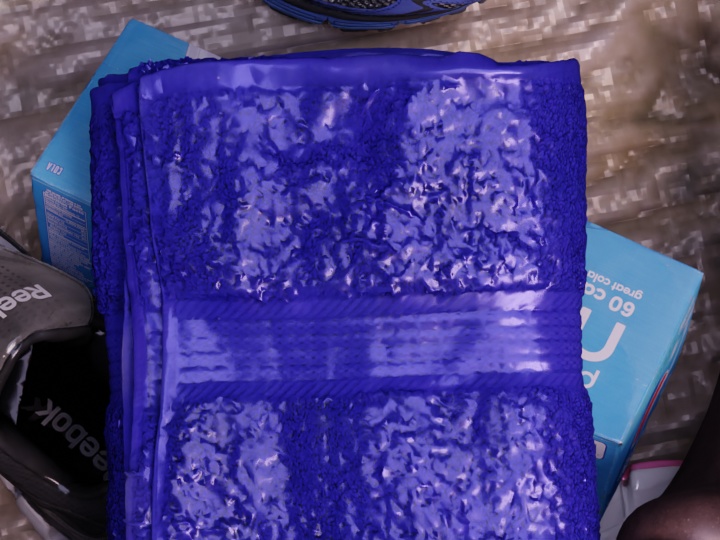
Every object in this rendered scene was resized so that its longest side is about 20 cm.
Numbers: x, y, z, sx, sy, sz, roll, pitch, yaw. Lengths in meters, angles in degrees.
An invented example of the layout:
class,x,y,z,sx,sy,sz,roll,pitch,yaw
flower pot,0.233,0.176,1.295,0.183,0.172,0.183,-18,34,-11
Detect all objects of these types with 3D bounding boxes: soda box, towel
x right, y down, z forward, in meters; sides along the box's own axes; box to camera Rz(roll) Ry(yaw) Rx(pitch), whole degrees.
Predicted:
class,x,y,z,sx,sy,sz,roll,pitch,yaw
soda box,0.000,0.000,0.813,0.199,0.064,0.068,25,62,10
towel,-0.007,0.037,0.743,0.147,0.050,0.201,-3,86,11

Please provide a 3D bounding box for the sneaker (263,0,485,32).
class,x,y,z,sx,sy,sz,roll,pitch,yaw
sneaker,-0.038,-0.134,0.849,0.199,0.078,0.076,17,81,-4

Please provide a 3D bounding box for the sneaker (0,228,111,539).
class,x,y,z,sx,sy,sz,roll,pitch,yaw
sneaker,-0.121,0.013,0.809,0.200,0.091,0.066,44,72,0

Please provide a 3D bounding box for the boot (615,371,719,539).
class,x,y,z,sx,sy,sz,roll,pitch,yaw
boot,0.125,0.021,0.798,0.072,0.200,0.167,-1,87,27

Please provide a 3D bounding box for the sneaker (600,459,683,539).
class,x,y,z,sx,sy,sz,roll,pitch,yaw
sneaker,0.033,0.134,0.821,0.199,0.074,0.088,-24,79,-15
